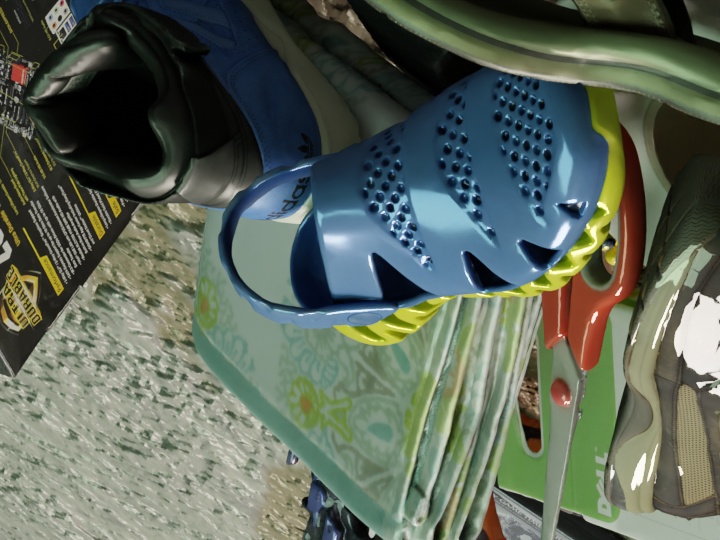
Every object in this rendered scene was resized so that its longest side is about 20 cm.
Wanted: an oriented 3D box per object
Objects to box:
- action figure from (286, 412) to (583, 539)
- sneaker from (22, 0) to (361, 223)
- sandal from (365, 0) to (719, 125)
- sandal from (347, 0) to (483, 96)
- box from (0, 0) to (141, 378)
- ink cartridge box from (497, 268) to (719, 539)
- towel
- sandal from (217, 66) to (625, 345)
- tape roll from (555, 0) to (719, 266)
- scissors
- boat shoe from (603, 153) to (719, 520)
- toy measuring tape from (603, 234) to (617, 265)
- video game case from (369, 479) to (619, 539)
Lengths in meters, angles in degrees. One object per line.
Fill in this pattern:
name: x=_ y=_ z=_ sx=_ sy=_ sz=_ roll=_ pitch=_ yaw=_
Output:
action figure: x=0.034 y=0.109 z=1.269 sx=0.193 sy=0.105 sz=0.201 roll=32 pitch=128 yaw=18
sneaker: x=-0.093 y=-0.092 z=1.017 sx=0.200 sy=0.111 sz=0.077 roll=52 pitch=123 yaw=36
sandal: x=0.080 y=-0.087 z=0.795 sx=0.200 sy=0.058 sz=0.080 roll=17 pitch=-166 yaw=5
sandal: x=0.025 y=-0.111 z=0.956 sx=0.075 sy=0.048 sz=0.200 roll=43 pitch=178 yaw=11
box: x=-0.160 y=-0.075 z=1.127 sx=0.049 sy=0.160 sz=0.200 roll=19 pitch=150 yaw=30
ink cartridge box: x=0.142 y=0.060 z=1.047 sx=0.200 sy=0.059 sz=0.104 roll=16 pitch=116 yaw=49
towel: x=0.000 y=0.000 z=1.047 sx=0.200 sy=0.048 sz=0.172 roll=41 pitch=127 yaw=42
sandal: x=0.017 y=-0.021 z=0.902 sx=0.087 sy=0.080 sz=0.200 roll=4 pitch=156 yaw=-34
tape roll: x=0.162 y=-0.054 z=0.890 sx=0.202 sy=0.071 sz=0.203 roll=28 pitch=152 yaw=16
scissors: x=0.080 y=0.037 z=0.929 sx=0.073 sy=0.014 sz=0.201 roll=20 pitch=118 yaw=51
boat shoe: x=0.135 y=0.028 z=0.912 sx=0.073 sy=0.075 sz=0.200 roll=13 pitch=151 yaw=9
toy measuring tape: x=0.035 y=-0.031 z=1.068 sx=0.199 sy=0.074 sz=0.074 roll=14 pitch=146 yaw=35
video game case: x=0.071 y=0.160 z=1.395 sx=0.143 sy=0.019 sz=0.200 roll=33 pitch=154 yaw=4
